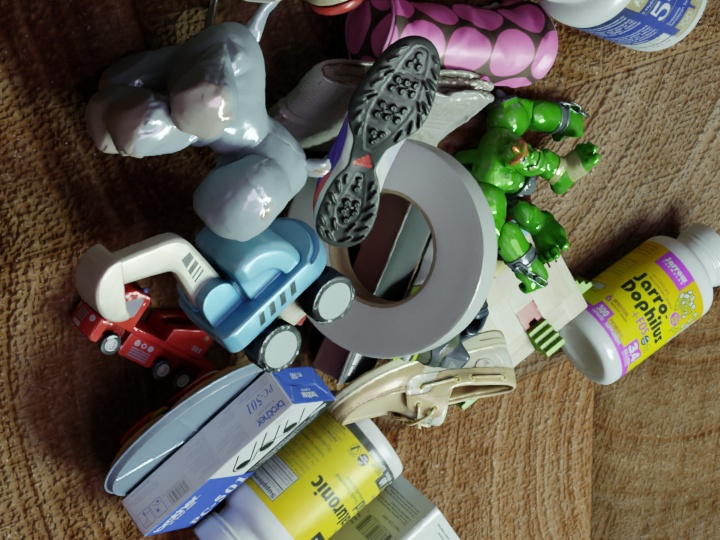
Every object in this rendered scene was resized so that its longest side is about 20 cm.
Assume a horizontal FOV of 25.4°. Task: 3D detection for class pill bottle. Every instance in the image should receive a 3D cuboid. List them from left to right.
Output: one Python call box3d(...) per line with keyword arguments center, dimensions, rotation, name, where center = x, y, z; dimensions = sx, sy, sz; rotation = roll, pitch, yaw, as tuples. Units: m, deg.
box3d(center=(-0.065, 0.221, 1.585), dimensions=(0.200, 0.111, 0.111), rotation=(-40, 130, -10), name="pill bottle")
box3d(center=(0.231, -0.281, 1.501), dimensions=(0.200, 0.120, 0.120), rotation=(6, 110, -50), name="pill bottle")
box3d(center=(0.314, 0.031, 1.757), dimensions=(0.200, 0.104, 0.104), rotation=(-35, 129, -16), name="pill bottle")

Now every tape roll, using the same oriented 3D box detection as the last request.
box3d(center=(0.025, -0.021, 1.449), dimensions=(0.037, 0.202, 0.203), rotation=(-7, 121, -64), name="tape roll")

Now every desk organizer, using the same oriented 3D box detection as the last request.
box3d(center=(0.000, 0.000, 1.523), dimensions=(0.072, 0.077, 0.201), rotation=(-4, 119, -63), name="desk organizer")

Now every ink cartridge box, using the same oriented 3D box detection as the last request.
box3d(center=(-0.123, 0.169, 1.495), dimensions=(0.200, 0.044, 0.094), rotation=(-42, 163, 17), name="ink cartridge box")
box3d(center=(-0.017, 0.295, 1.635), dimensions=(0.200, 0.146, 0.084), rotation=(-41, 132, -9), name="ink cartridge box")

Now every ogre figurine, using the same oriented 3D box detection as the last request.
box3d(center=(0.160, -0.090, 1.587), dimensions=(0.120, 0.098, 0.200), rotation=(27, 89, -31), name="ogre figurine")

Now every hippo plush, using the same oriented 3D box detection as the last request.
box3d(center=(-0.124, -0.112, 1.337), dimensions=(0.161, 0.159, 0.200), rotation=(63, 33, -29), name="hippo plush")

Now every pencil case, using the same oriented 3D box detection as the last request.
box3d(center=(0.081, -0.218, 1.477), dimensions=(0.199, 0.094, 0.091), rotation=(0, 158, -36), name="pencil case")

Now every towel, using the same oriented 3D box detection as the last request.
box3d(center=(0.014, -0.143, 1.452), dimensions=(0.199, 0.035, 0.132), rotation=(0, 157, -34), name="towel")

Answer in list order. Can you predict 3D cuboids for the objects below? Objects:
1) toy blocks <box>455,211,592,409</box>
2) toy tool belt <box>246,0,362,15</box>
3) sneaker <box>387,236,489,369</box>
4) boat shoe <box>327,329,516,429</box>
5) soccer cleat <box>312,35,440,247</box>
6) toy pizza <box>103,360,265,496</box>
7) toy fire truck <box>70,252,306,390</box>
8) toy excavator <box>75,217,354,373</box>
box3d(center=(0.139, 0.025, 1.651), dimensions=(0.200, 0.100, 0.137), rotation=(-39, 118, -12), name="toy blocks")
box3d(center=(-0.083, -0.279, 1.254), dimensions=(0.125, 0.200, 0.123), rotation=(-38, 132, -24), name="toy tool belt")
box3d(center=(0.088, 0.023, 1.549), dimensions=(0.074, 0.081, 0.200), rotation=(111, 2, -51), name="sneaker")
box3d(center=(0.065, 0.117, 1.551), dimensions=(0.199, 0.069, 0.074), rotation=(-18, 163, -22), name="boat shoe")
box3d(center=(0.007, -0.119, 1.373), dimensions=(0.068, 0.073, 0.200), rotation=(14, 116, -19), name="soccer cleat")
box3d(center=(-0.156, 0.138, 1.476), dimensions=(0.200, 0.032, 0.200), rotation=(-35, 165, -11), name="toy pizza")
box3d(center=(-0.152, 0.034, 1.465), dimensions=(0.200, 0.049, 0.141), rotation=(32, 93, -42), name="toy fire truck")
box3d(center=(-0.127, 0.003, 1.357), dimensions=(0.194, 0.100, 0.200), rotation=(-43, 136, -13), name="toy excavator")
